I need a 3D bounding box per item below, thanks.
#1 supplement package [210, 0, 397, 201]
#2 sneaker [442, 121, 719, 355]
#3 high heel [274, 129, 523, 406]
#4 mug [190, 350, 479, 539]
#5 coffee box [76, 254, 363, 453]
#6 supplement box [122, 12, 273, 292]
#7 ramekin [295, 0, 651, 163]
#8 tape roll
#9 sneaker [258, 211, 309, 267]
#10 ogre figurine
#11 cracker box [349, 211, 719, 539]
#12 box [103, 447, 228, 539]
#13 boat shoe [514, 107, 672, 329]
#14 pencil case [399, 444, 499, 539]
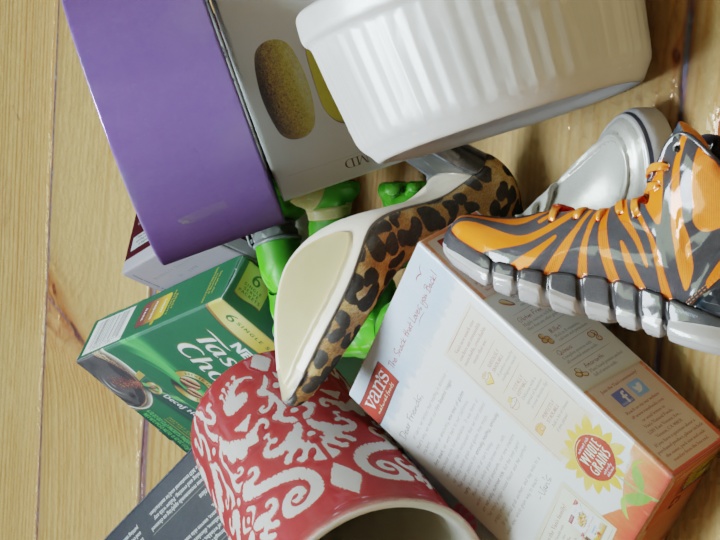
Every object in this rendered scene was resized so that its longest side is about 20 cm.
[{"bbox_3d":[-0.034,-0.166,1.676,0.110,0.113,0.200,-111,2,-59],"label":"supplement package"},{"bbox_3d":[0.144,-0.029,1.426,0.199,0.078,0.112,15,100,24],"label":"sneaker"},{"bbox_3d":[0.029,0.009,1.578,0.071,0.142,0.200,0,65,51],"label":"high heel"},{"bbox_3d":[-0.029,0.160,1.591,0.200,0.133,0.178,-126,47,-55],"label":"mug"},{"bbox_3d":[-0.103,0.063,1.886,0.200,0.123,0.044,-21,34,49],"label":"coffee box"},{"bbox_3d":[-0.101,-0.089,1.887,0.109,0.061,0.201,-26,46,53],"label":"supplement box"},{"bbox_3d":[0.071,-0.127,1.487,0.202,0.202,0.095,-19,88,63],"label":"ramekin"},{"bbox_3d":[-0.119,-0.110,1.670,0.200,0.085,0.201,-19,-90,-90],"label":"tape roll"},{"bbox_3d":[-0.059,-0.034,1.908,0.200,0.074,0.087,-4,76,58],"label":"sneaker"},{"bbox_3d":[0.000,0.000,1.744,0.199,0.098,0.120,1,92,25],"label":"ogre figurine"},{"bbox_3d":[0.097,0.082,1.511,0.200,0.058,0.134,43,136,19],"label":"cracker box"},{"bbox_3d":[-0.079,0.230,1.822,0.200,0.104,0.182,-45,65,38],"label":"box"},{"bbox_3d":[0.118,-0.013,1.528,0.071,0.070,0.200,67,148,35],"label":"boat shoe"},{"bbox_3d":[0.069,0.138,1.630,0.200,0.083,0.091,-122,20,-44],"label":"pencil case"}]
